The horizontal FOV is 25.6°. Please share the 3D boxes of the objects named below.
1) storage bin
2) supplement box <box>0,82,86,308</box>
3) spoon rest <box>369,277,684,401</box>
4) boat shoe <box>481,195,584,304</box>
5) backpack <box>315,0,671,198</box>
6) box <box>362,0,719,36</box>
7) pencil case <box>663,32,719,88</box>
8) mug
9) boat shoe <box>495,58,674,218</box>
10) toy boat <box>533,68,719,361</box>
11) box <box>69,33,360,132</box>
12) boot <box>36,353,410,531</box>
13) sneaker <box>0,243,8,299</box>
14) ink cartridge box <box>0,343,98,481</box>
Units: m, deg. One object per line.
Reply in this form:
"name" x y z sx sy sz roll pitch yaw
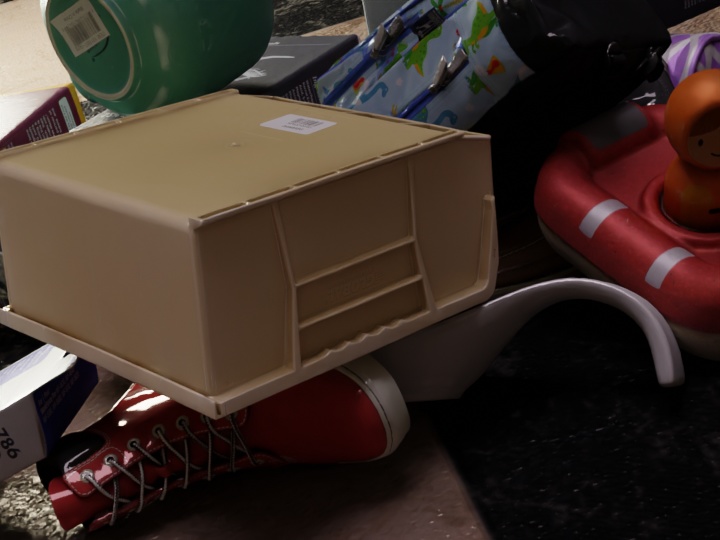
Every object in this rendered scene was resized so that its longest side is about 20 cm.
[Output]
"storage bin" -0.061 -0.024 0.827 0.197 0.095 0.199 -20 24 -37
"supplement box" -0.283 -0.056 1.236 0.085 0.112 0.200 -7 24 21
"spoon rest" 0.070 0.038 0.846 0.197 0.062 0.099 -4 -5 19
"boat shoe" 0.137 -0.043 0.991 0.198 0.069 0.072 -23 25 -16
"backpack" 0.066 -0.106 0.969 0.154 0.201 0.163 47 30 17
"box" 0.126 -0.218 1.129 0.181 0.105 0.199 -25 23 -35
"pencil case" 0.177 -0.128 1.137 0.083 0.087 0.199 -16 16 -42
"mug" -0.154 -0.172 1.130 0.151 0.187 0.114 28 46 25
"boat shoe" 0.124 -0.070 1.052 0.198 0.070 0.067 -29 56 11
"toy boat" 0.188 -0.048 0.857 0.130 0.132 0.200 -27 46 -25
"box" -0.098 -0.098 1.220 0.147 0.105 0.200 5 30 40
"boot" -0.079 0.095 0.822 0.199 0.073 0.144 -2 26 47
"sneaker" -0.205 -0.046 1.105 0.197 0.080 0.131 12 59 23
"ink cartridge box" -0.212 0.092 0.868 0.199 0.039 0.100 -30 13 17
